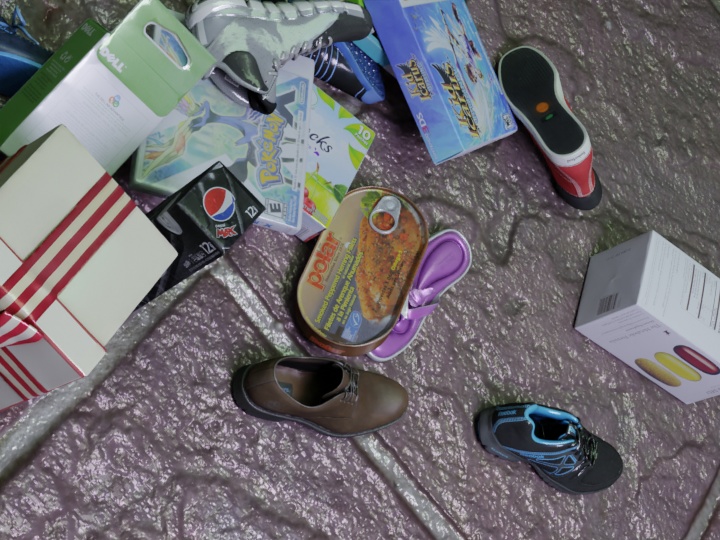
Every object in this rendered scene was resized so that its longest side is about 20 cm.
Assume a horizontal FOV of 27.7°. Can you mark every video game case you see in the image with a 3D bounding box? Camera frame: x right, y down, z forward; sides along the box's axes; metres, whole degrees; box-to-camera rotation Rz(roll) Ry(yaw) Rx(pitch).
[{"bbox_3d":[-0.135,-0.151,1.472,0.182,0.022,0.201,16,65,-26],"label":"video game case"},{"bbox_3d":[0.096,-0.232,1.669,0.181,0.045,0.201,-27,94,-60],"label":"video game case"}]

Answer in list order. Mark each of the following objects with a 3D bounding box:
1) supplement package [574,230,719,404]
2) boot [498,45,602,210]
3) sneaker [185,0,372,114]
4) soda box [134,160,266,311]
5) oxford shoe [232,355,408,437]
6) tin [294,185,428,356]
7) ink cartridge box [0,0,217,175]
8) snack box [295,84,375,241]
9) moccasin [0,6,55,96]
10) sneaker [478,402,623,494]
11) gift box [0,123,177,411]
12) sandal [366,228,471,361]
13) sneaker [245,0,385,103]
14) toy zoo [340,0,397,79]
[{"bbox_3d":[0.377,0.060,1.771,0.200,0.114,0.110,32,57,-22],"label":"supplement package"},{"bbox_3d":[0.233,-0.169,1.785,0.144,0.072,0.200,58,8,-54],"label":"boot"},{"bbox_3d":[-0.078,-0.213,1.483,0.199,0.075,0.116,-3,77,-22],"label":"sneaker"},{"bbox_3d":[-0.174,-0.028,1.356,0.063,0.200,0.071,47,54,-11],"label":"soda box"},{"bbox_3d":[-0.023,0.126,1.485,0.199,0.084,0.073,8,68,-35],"label":"oxford shoe"},{"bbox_3d":[0.000,0.000,1.550,0.112,0.042,0.200,26,60,-2],"label":"tin"},{"bbox_3d":[-0.243,-0.163,1.367,0.200,0.059,0.104,-47,127,-3],"label":"ink cartridge box"},{"bbox_3d":[-0.096,-0.146,1.543,0.200,0.053,0.143,37,56,-18],"label":"snack box"},{"bbox_3d":[-0.353,-0.221,1.372,0.199,0.080,0.068,21,59,-30],"label":"moccasin"},{"bbox_3d":[0.229,0.200,1.640,0.199,0.082,0.073,21,61,-30],"label":"sneaker"},{"bbox_3d":[-0.310,0.000,1.268,0.200,0.184,0.187,45,48,-15],"label":"gift box"},{"bbox_3d":[0.062,0.016,1.603,0.083,0.050,0.203,49,54,-12],"label":"sandal"},{"bbox_3d":[-0.049,-0.246,1.607,0.200,0.078,0.070,46,31,-40],"label":"sneaker"},{"bbox_3d":[0.025,-0.289,1.656,0.200,0.020,0.132,33,45,-48],"label":"toy zoo"}]
